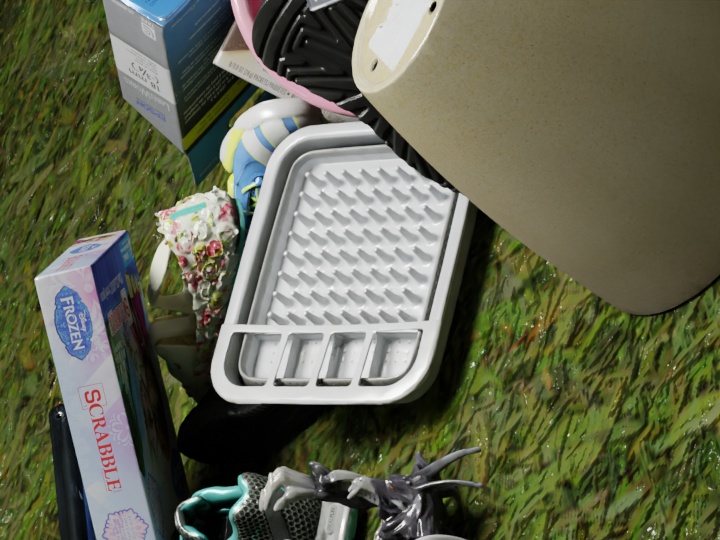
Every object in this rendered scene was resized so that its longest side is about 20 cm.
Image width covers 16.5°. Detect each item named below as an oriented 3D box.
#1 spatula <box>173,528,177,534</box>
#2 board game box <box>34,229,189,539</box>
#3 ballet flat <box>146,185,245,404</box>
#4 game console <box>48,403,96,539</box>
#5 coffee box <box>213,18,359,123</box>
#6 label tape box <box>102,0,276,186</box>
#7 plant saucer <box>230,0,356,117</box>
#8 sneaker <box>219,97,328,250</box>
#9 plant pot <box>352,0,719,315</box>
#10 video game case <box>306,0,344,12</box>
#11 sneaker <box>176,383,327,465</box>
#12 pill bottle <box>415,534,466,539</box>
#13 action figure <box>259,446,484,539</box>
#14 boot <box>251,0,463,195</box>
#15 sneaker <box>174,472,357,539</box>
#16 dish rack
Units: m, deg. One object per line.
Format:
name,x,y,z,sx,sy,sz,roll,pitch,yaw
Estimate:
spatula,-0.184,0.221,1.832,0.200,0.021,0.057,-40,48,40
board game box,-0.164,0.083,1.673,0.200,0.041,0.200,-80,-22,-81
ballet flat,-0.117,0.025,1.719,0.076,0.064,0.200,-113,21,-49
game console,-0.165,0.209,1.662,0.031,0.177,0.200,-17,36,0
coffee box,-0.007,-0.210,1.730,0.200,0.113,0.080,-63,1,8
label tape box,-0.112,-0.178,1.808,0.144,0.063,0.200,-49,-22,-24
plant saucer,0.014,-0.200,1.651,0.201,0.200,0.051,-65,-10,3
sneaker,-0.056,-0.035,1.721,0.200,0.076,0.105,110,148,-60
plant pot,0.103,-0.098,1.334,0.187,0.200,0.187,-43,34,39
video game case,0.080,-0.196,1.416,0.200,0.143,0.019,-13,98,49
sneaker,-0.051,0.051,1.680,0.200,0.060,0.104,-34,41,40
pill bottle,0.015,0.246,1.310,0.200,0.111,0.111,-54,27,24
action figure,-0.010,0.173,1.441,0.200,0.102,0.119,-57,25,27
boot,0.031,-0.141,1.552,0.079,0.211,0.158,-52,9,23
sneaker,-0.086,0.173,1.600,0.200,0.091,0.078,-35,38,48
dish rack,0.000,0.000,1.585,0.172,0.044,0.200,-2,64,36
